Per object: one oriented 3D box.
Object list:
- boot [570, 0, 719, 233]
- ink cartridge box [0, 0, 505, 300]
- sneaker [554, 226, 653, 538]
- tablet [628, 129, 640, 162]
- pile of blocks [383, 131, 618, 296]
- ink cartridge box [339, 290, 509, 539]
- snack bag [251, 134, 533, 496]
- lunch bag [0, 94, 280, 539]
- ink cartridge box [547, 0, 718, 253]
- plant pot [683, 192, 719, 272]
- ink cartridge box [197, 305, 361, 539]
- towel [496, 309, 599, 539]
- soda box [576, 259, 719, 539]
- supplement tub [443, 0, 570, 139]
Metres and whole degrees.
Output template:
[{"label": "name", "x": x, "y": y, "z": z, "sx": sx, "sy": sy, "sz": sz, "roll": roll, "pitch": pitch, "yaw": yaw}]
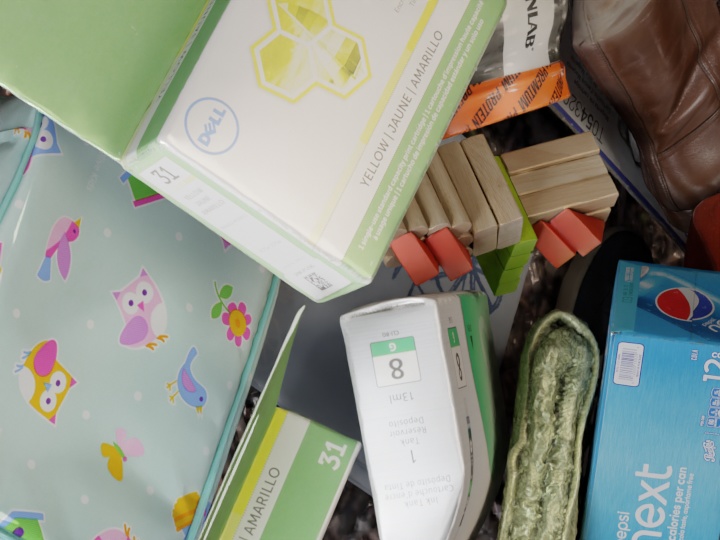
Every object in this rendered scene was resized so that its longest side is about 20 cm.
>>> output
[{"label": "boot", "x": 0.165, "y": -0.139, "z": 1.323, "sx": 0.200, "sy": 0.064, "sz": 0.187, "roll": 53, "pitch": 54, "yaw": -51}, {"label": "ink cartridge box", "x": -0.056, "y": -0.102, "z": 1.084, "sx": 0.200, "sy": 0.048, "sz": 0.146, "roll": 35, "pitch": 64, "yaw": -18}, {"label": "sneaker", "x": 0.146, "y": 0.075, "z": 1.391, "sx": 0.075, "sy": 0.084, "sz": 0.201, "roll": 13, "pitch": 76, "yaw": -46}, {"label": "tablet", "x": 0.167, "y": -0.169, "z": 1.477, "sx": 0.130, "sy": 0.014, "sz": 0.201, "roll": -25, "pitch": 111, "yaw": -49}, {"label": "pile of blocks", "x": 0.033, "y": -0.015, "z": 1.200, "sx": 0.200, "sy": 0.082, "sz": 0.062, "roll": 0, "pitch": 55, "yaw": -40}, {"label": "ink cartridge box", "x": 0.041, "y": 0.110, "z": 1.209, "sx": 0.161, "sy": 0.050, "sz": 0.201, "roll": -4, "pitch": 82, "yaw": -80}, {"label": "snack bag", "x": 0.000, "y": 0.000, "z": 1.291, "sx": 0.200, "sy": 0.021, "sz": 0.189, "roll": 38, "pitch": 59, "yaw": -35}, {"label": "lunch bag", "x": -0.118, "y": 0.038, "z": 1.113, "sx": 0.160, "sy": 0.077, "sz": 0.200, "roll": 38, "pitch": 59, "yaw": -34}, {"label": "ink cartridge box", "x": 0.146, "y": -0.129, "z": 1.404, "sx": 0.196, "sy": 0.043, "sz": 0.200, "roll": 42, "pitch": 60, "yaw": -48}, {"label": "plant pot", "x": 0.259, "y": 0.042, "z": 1.336, "sx": 0.200, "sy": 0.199, "sz": 0.176, "roll": -107, "pitch": 174, "yaw": -46}, {"label": "ink cartridge box", "x": -0.045, "y": 0.120, "z": 1.115, "sx": 0.048, "sy": 0.200, "sz": 0.146, "roll": 24, "pitch": 63, "yaw": -1}, {"label": "towel", "x": 0.083, "y": 0.123, "z": 1.285, "sx": 0.148, "sy": 0.036, "sz": 0.201, "roll": 63, "pitch": 34, "yaw": -82}, {"label": "soda box", "x": 0.136, "y": 0.099, "z": 1.274, "sx": 0.068, "sy": 0.064, "sz": 0.200, "roll": -77, "pitch": 173, "yaw": -59}, {"label": "supplement tub", "x": 0.019, "y": -0.158, "z": 1.241, "sx": 0.122, "sy": 0.122, "sz": 0.200, "roll": -21, "pitch": 93, "yaw": -46}]
